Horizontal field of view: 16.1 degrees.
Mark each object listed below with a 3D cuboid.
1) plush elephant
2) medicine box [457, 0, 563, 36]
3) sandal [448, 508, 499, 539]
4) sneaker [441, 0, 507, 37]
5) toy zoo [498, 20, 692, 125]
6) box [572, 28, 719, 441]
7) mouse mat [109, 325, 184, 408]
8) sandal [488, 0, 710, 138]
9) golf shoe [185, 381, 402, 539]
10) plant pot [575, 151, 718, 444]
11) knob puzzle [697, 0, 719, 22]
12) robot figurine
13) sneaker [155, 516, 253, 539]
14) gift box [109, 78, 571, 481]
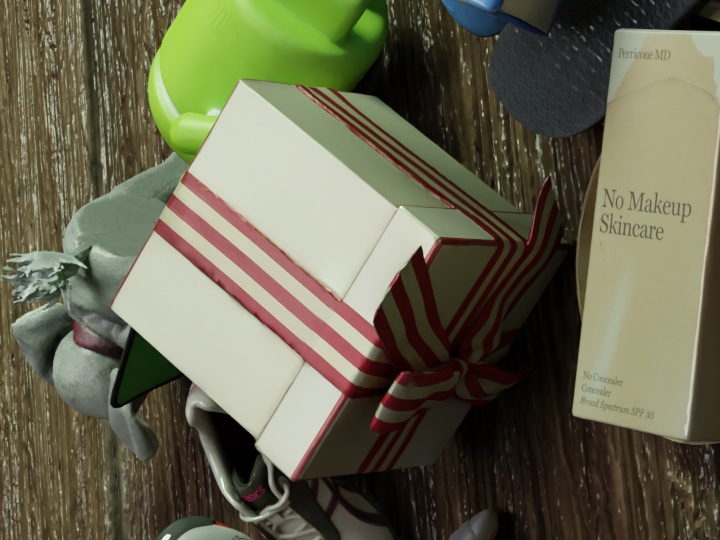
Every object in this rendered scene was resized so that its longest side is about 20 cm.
[{"bbox_3d":[-0.150,0.035,1.705,0.165,0.199,0.156,44,140,37],"label":"plush elephant"},{"bbox_3d":[0.038,-0.248,1.340,0.199,0.103,0.183,26,98,21],"label":"medicine box"},{"bbox_3d":[0.037,0.232,1.459,0.207,0.059,0.079,-55,3,-19],"label":"sandal"},{"bbox_3d":[0.041,-0.227,1.453,0.065,0.078,0.202,-6,104,31],"label":"sneaker"},{"bbox_3d":[0.142,-0.167,1.434,0.131,0.020,0.201,43,120,46],"label":"toy zoo"},{"bbox_3d":[0.173,-0.018,1.286,0.095,0.077,0.202,7,92,54],"label":"box"},{"bbox_3d":[-0.069,-0.007,1.547,0.008,0.199,0.162,37,130,22],"label":"mouse mat"},{"bbox_3d":[0.143,-0.135,1.377,0.200,0.043,0.076,-39,80,47],"label":"sandal"},{"bbox_3d":[-0.045,0.145,1.545,0.077,0.088,0.201,-34,92,23],"label":"golf shoe"},{"bbox_3d":[0.190,-0.008,1.350,0.199,0.027,0.202,-7,81,54],"label":"plant pot"},{"bbox_3d":[0.213,-0.212,1.313,0.219,0.030,0.222,0,90,45],"label":"knob puzzle"},{"bbox_3d":[-0.059,-0.135,1.572,0.200,0.115,0.176,-50,9,43],"label":"robot figurine"},{"bbox_3d":[-0.040,0.222,1.515,0.108,0.202,0.067,26,72,46],"label":"sneaker"},{"bbox_3d":[0.000,0.000,1.436,0.187,0.184,0.201,40,114,24],"label":"gift box"}]
